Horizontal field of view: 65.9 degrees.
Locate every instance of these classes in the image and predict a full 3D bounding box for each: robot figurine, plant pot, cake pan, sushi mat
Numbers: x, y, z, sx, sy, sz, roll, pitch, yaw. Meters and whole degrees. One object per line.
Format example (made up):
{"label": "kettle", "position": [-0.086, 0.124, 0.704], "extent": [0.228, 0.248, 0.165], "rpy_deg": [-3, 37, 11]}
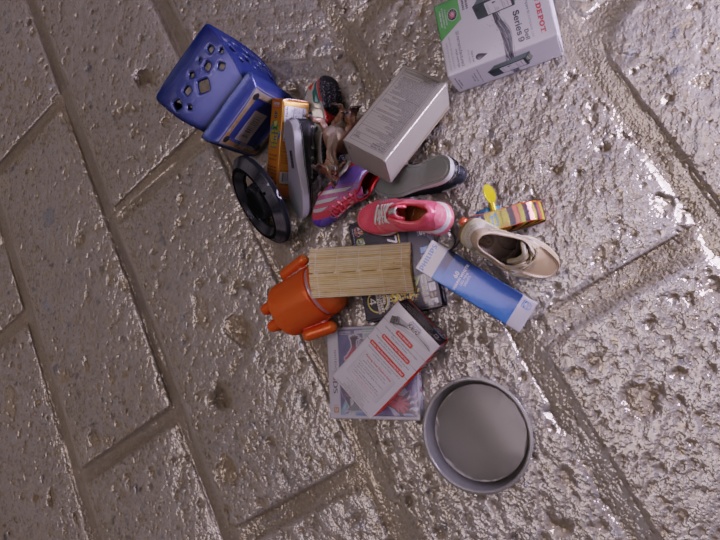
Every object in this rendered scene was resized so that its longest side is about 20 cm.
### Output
{"label": "robot figurine", "position": [-0.106, 0.058, 1.127], "extent": [0.199, 0.117, 0.145], "rpy_deg": [-30, 39, 22]}
{"label": "plant pot", "position": [-0.280, -0.371, 1.210], "extent": [0.180, 0.200, 0.200], "rpy_deg": [47, 106, 16]}
{"label": "cake pan", "position": [0.208, 0.290, 0.990], "extent": [0.198, 0.037, 0.203], "rpy_deg": [-2, 85, 27]}
{"label": "sushi mat", "position": [0.000, 0.000, 1.045], "extent": [0.198, 0.012, 0.097], "rpy_deg": [-3, 83, 7]}

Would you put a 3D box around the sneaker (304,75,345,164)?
{"label": "sneaker", "position": [-0.084, -0.302, 1.182], "extent": [0.093, 0.070, 0.202], "rpy_deg": [-2, 92, 52]}

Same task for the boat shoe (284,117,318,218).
{"label": "boat shoe", "position": [-0.113, -0.208, 1.133], "extent": [0.068, 0.056, 0.202], "rpy_deg": [24, 122, 57]}

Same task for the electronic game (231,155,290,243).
{"label": "electronic game", "position": [-0.210, -0.148, 1.175], "extent": [0.041, 0.201, 0.200], "rpy_deg": [-32, 65, -25]}

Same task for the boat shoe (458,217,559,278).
{"label": "boat shoe", "position": [0.256, -0.027, 0.915], "extent": [0.073, 0.198, 0.065], "rpy_deg": [-63, 23, 13]}

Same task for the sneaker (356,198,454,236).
{"label": "sneaker", "position": [0.066, -0.105, 1.007], "extent": [0.198, 0.086, 0.075], "rpy_deg": [1, 84, 36]}

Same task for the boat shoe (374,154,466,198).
{"label": "boat shoe", "position": [0.110, -0.171, 1.062], "extent": [0.199, 0.060, 0.077], "rpy_deg": [4, 84, 48]}

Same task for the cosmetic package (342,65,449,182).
{"label": "cosmetic package", "position": [0.071, -0.277, 1.046], "extent": [0.103, 0.073, 0.201], "rpy_deg": [32, 77, 25]}

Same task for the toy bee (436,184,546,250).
{"label": "toy bee", "position": [0.221, -0.072, 0.975], "extent": [0.200, 0.108, 0.132], "rpy_deg": [-40, 72, 19]}

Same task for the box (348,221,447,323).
{"label": "box", "position": [0.071, -0.012, 1.078], "extent": [0.160, 0.049, 0.202], "rpy_deg": [-14, 80, 22]}

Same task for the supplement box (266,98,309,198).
{"label": "supplement box", "position": [-0.156, -0.257, 1.172], "extent": [0.066, 0.068, 0.202], "rpy_deg": [25, 111, 55]}

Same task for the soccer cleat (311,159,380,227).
{"label": "soccer cleat", "position": [-0.026, -0.153, 1.119], "extent": [0.200, 0.066, 0.077], "rpy_deg": [-47, 54, 21]}

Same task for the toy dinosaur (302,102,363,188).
{"label": "toy dinosaur", "position": [-0.043, -0.253, 1.103], "extent": [0.085, 0.200, 0.137], "rpy_deg": [9, 121, 24]}

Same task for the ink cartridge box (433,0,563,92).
{"label": "ink cartridge box", "position": [0.248, -0.435, 1.002], "extent": [0.198, 0.084, 0.148], "rpy_deg": [-14, 80, 25]}

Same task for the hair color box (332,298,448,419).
{"label": "hair color box", "position": [0.054, 0.163, 1.028], "extent": [0.111, 0.064, 0.200], "rpy_deg": [46, 111, 16]}

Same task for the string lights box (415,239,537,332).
{"label": "string lights box", "position": [0.197, 0.026, 0.955], "extent": [0.199, 0.103, 0.059], "rpy_deg": [33, 96, 11]}

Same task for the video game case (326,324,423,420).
{"label": "video game case", "position": [0.025, 0.200, 1.099], "extent": [0.198, 0.023, 0.184], "rpy_deg": [-6, 83, 26]}
